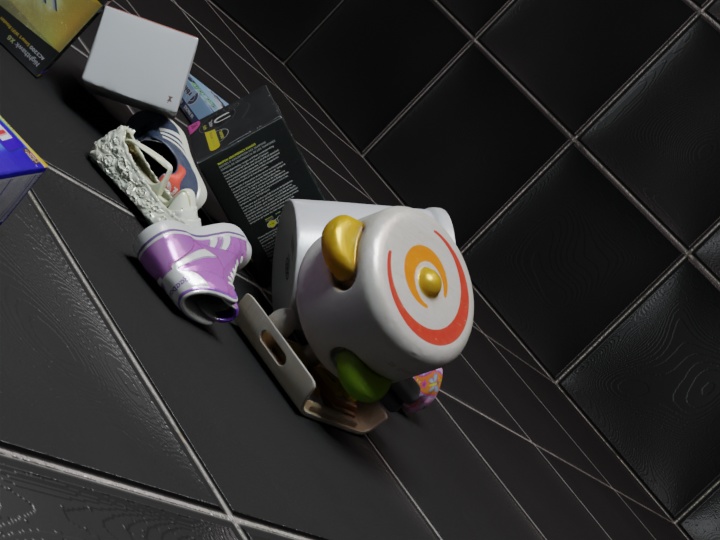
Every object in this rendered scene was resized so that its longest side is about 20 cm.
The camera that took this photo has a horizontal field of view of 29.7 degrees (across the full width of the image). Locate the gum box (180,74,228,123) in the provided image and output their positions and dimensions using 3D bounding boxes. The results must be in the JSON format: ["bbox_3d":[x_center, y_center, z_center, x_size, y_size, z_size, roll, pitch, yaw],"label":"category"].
[{"bbox_3d":[-0.243,-0.258,2.369,0.200,0.045,0.170,34,15,-51],"label":"gum box"}]

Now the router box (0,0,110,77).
[{"bbox_3d":[-0.411,-0.363,1.651,0.200,0.157,0.052,43,9,-11],"label":"router box"}]

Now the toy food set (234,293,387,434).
[{"bbox_3d":[-0.051,0.105,1.546,0.144,0.060,0.200,50,10,29],"label":"toy food set"}]

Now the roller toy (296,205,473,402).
[{"bbox_3d":[0.032,0.026,1.499,0.182,0.139,0.202,-24,92,-51],"label":"roller toy"}]

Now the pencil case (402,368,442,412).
[{"bbox_3d":[0.029,0.117,1.822,0.200,0.087,0.088,37,12,-45],"label":"pencil case"}]

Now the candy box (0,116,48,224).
[{"bbox_3d":[-0.346,-0.109,1.039,0.169,0.077,0.200,45,7,-2],"label":"candy box"}]

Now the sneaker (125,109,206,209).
[{"bbox_3d":[-0.258,-0.149,1.679,0.084,0.075,0.200,36,11,-47],"label":"sneaker"}]

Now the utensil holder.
[{"bbox_3d":[0.000,0.000,1.681,0.197,0.172,0.170,4,22,-14],"label":"utensil holder"}]

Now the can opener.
[{"bbox_3d":[-0.008,0.093,1.579,0.200,0.052,0.067,48,36,-22],"label":"can opener"}]

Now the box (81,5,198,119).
[{"bbox_3d":[-0.283,-0.264,1.750,0.123,0.099,0.200,18,1,-10],"label":"box"}]

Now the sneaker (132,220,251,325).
[{"bbox_3d":[-0.159,0.012,1.454,0.115,0.073,0.200,52,20,15],"label":"sneaker"}]

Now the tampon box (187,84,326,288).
[{"bbox_3d":[-0.126,-0.112,1.785,0.202,0.125,0.150,63,0,-26],"label":"tampon box"}]

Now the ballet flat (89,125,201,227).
[{"bbox_3d":[-0.231,-0.087,1.553,0.200,0.072,0.072,48,8,6],"label":"ballet flat"}]
